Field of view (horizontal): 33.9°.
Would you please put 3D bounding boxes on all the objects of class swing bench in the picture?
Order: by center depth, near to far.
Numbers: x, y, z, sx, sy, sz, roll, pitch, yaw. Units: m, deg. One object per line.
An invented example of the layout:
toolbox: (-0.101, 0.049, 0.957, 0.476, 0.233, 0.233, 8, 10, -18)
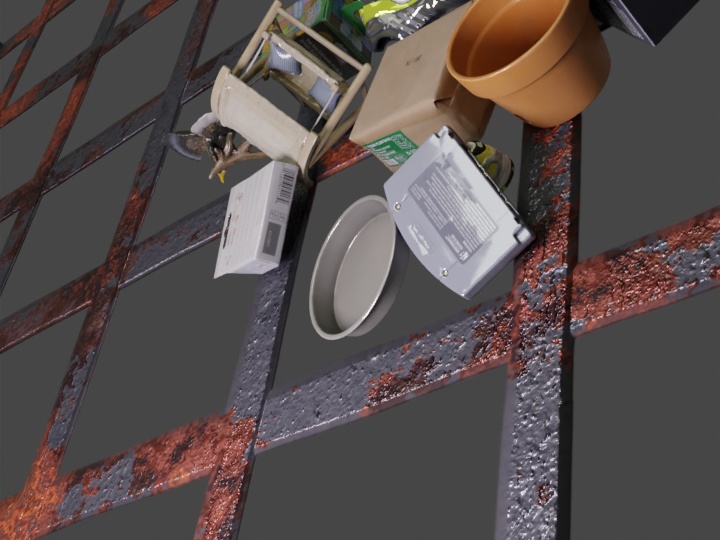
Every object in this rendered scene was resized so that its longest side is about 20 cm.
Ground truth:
swing bench: (-0.108, -0.275, 1.859, 0.198, 0.130, 0.201, 36, 83, 15)

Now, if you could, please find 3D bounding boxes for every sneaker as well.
sneaker: (0.104, -0.108, 1.557, 0.199, 0.076, 0.076, -34, 36, 26)
sneaker: (0.093, -0.404, 1.897, 0.198, 0.074, 0.082, -10, 86, 31)

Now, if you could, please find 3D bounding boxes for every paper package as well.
paper package: (0.102, -0.253, 1.662, 0.199, 0.103, 0.192, -17, 44, 52)

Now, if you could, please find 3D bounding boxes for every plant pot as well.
plant pot: (0.229, -0.280, 1.520, 0.199, 0.140, 0.201, -33, 35, 26)

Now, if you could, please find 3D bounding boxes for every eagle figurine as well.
eagle figurine: (-0.258, -0.230, 2.096, 0.152, 0.151, 0.200, -62, 33, 18)

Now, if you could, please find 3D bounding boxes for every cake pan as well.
cake pan: (0.000, 0.000, 1.567, 0.200, 0.036, 0.202, -39, 40, 42)

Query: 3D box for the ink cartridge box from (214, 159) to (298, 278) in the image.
ink cartridge box: (-0.166, -0.073, 1.866, 0.200, 0.057, 0.164, 154, 128, -66)

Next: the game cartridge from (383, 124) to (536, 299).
game cartridge: (0.115, -0.068, 1.464, 0.133, 0.040, 0.201, -42, 58, 15)

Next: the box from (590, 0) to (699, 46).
box: (0.367, -0.419, 1.515, 0.197, 0.117, 0.200, -46, 33, 5)

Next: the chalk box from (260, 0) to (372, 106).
chalk box: (-0.056, -0.400, 2.020, 0.199, 0.124, 0.125, -27, 38, 30)
